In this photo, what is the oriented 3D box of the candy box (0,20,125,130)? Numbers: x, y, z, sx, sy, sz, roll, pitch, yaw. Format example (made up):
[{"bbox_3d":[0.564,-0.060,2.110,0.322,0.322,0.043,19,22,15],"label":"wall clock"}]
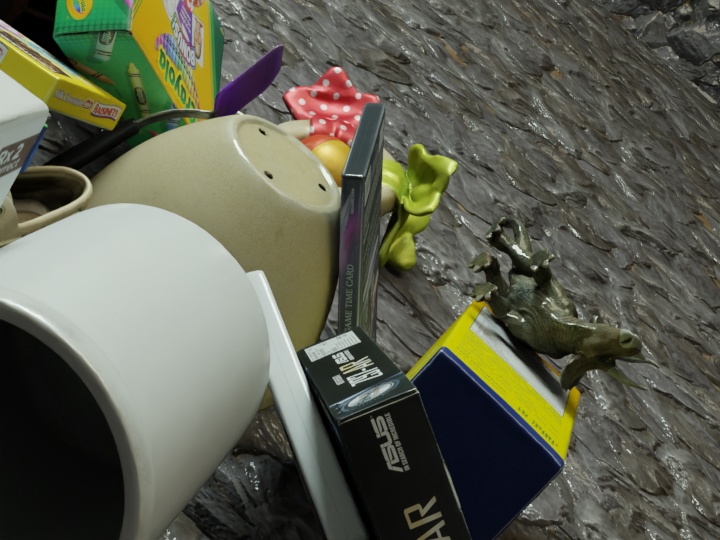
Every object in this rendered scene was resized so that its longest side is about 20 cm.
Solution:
[{"bbox_3d":[-0.254,-0.159,1.011,0.199,0.027,0.102,34,4,15],"label":"candy box"}]

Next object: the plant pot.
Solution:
[{"bbox_3d":[-0.088,-0.025,1.042,0.199,0.135,0.201,34,25,-18],"label":"plant pot"}]

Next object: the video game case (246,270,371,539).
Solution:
[{"bbox_3d":[-0.019,0.128,0.890,0.183,0.023,0.201,76,-7,-48],"label":"video game case"}]

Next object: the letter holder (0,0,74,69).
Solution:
[{"bbox_3d":[-0.251,-0.249,1.218,0.142,0.101,0.201,16,34,-48],"label":"letter holder"}]

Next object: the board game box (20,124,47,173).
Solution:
[{"bbox_3d":[-0.288,-0.132,0.959,0.135,0.035,0.200,23,10,-37],"label":"board game box"}]

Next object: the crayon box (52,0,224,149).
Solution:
[{"bbox_3d":[-0.155,-0.171,1.111,0.200,0.058,0.120,64,27,-65],"label":"crayon box"}]

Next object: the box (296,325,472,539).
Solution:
[{"bbox_3d":[0.021,0.124,0.819,0.200,0.043,0.162,-138,-153,-79],"label":"box"}]

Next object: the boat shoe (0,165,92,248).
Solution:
[{"bbox_3d":[-0.236,-0.035,0.912,0.072,0.065,0.199,50,24,18],"label":"boat shoe"}]

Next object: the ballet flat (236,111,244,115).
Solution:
[{"bbox_3d":[-0.083,-0.071,1.197,0.200,0.067,0.068,49,0,14],"label":"ballet flat"}]

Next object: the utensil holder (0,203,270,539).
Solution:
[{"bbox_3d":[-0.146,0.065,0.758,0.170,0.170,0.200,42,21,2],"label":"utensil holder"}]

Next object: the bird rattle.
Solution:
[{"bbox_3d":[-0.016,-0.098,1.332,0.162,0.113,0.200,-14,54,-43],"label":"bird rattle"}]

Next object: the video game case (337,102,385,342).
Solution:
[{"bbox_3d":[0.000,0.000,1.089,0.019,0.202,0.143,5,25,5],"label":"video game case"}]

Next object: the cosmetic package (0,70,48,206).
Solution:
[{"bbox_3d":[-0.290,-0.055,0.716,0.199,0.166,0.165,37,24,5],"label":"cosmetic package"}]

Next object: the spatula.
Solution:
[{"bbox_3d":[-0.140,-0.103,1.073,0.021,0.198,0.057,62,-13,16],"label":"spatula"}]

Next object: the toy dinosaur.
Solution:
[{"bbox_3d":[0.125,0.025,1.113,0.103,0.077,0.200,56,-4,-26],"label":"toy dinosaur"}]

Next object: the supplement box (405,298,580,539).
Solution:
[{"bbox_3d":[0.073,0.109,1.057,0.109,0.110,0.200,43,14,3],"label":"supplement box"}]
